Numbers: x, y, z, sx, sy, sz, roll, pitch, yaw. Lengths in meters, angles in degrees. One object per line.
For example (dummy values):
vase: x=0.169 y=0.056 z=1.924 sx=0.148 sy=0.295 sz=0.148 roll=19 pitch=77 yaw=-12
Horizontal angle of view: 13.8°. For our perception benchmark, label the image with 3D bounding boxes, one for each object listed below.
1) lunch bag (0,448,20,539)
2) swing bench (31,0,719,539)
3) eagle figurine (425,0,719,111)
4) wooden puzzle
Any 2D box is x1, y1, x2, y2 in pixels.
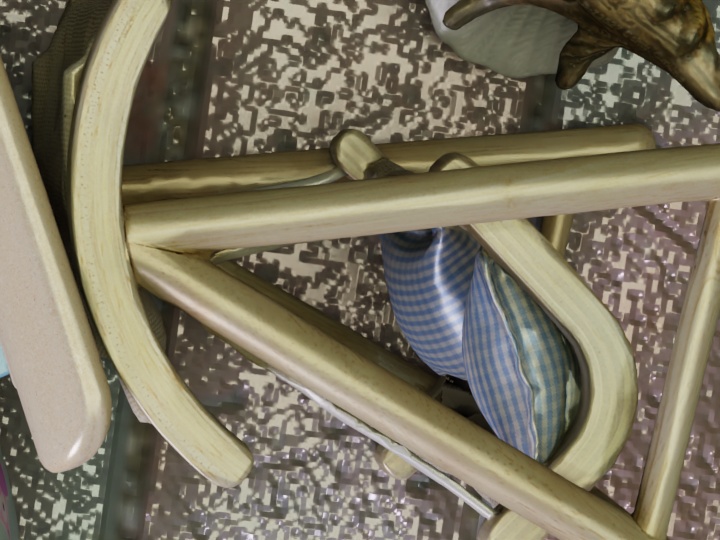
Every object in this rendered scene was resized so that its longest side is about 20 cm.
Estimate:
lunch bag: x=-0.153 y=0.087 z=0.845 sx=0.122 sy=0.170 sz=0.200 roll=-20 pitch=95 yaw=-7
swing bench: x=0.000 y=0.000 z=0.845 sx=0.199 sy=0.199 sz=0.130 roll=13 pitch=93 yaw=-9
eagle figurine: x=0.110 y=-0.145 z=0.888 sx=0.151 sy=0.152 sz=0.200 roll=17 pitch=59 yaw=20
wooden puzzle: x=-0.115 y=-0.040 z=0.819 sx=0.037 sy=0.200 sz=0.185 roll=-18 pitch=94 yaw=-7
